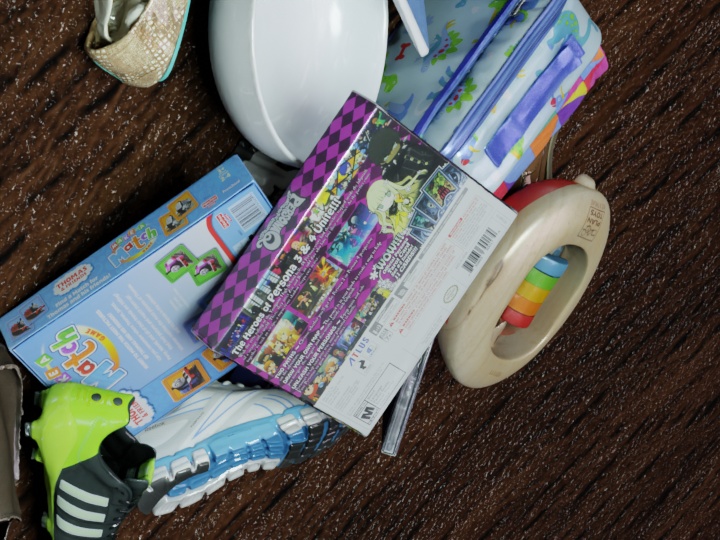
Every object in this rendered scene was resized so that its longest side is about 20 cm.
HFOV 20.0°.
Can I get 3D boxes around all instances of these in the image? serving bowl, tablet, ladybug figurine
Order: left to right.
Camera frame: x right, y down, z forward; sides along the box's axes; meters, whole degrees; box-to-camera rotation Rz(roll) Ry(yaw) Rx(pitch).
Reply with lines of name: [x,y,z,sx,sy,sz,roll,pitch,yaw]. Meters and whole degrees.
serving bowl: [-0.052,-0.173,1.432,0.200,0.065,0.202,-23,115,-61]
tablet: [0.011,-0.262,1.464,0.200,0.014,0.131,62,18,-49]
ladybug figurine: [0.128,0.002,1.671,0.135,0.072,0.201,18,110,-53]

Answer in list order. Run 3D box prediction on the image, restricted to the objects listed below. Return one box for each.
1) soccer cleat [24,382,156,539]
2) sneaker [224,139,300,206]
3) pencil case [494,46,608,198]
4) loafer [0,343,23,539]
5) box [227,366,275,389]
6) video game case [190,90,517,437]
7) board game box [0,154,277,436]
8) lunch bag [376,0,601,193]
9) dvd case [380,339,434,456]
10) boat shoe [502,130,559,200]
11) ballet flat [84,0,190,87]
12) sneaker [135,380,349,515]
soccer cleat: [-0.182,0.155,1.432,0.201,0.080,0.068,88,8,-47]
sneaker: [-0.078,-0.040,1.499,0.200,0.066,0.091,-39,139,-28]
pencil case: [0.111,-0.123,1.647,0.200,0.088,0.088,-48,142,-7]
loafer: [-0.253,0.144,1.366,0.073,0.071,0.202,-14,120,-48]
box: [-0.020,0.037,1.569,0.121,0.032,0.201,-3,133,-43]
video game case: [0.000,0.000,1.428,0.181,0.036,0.201,32,92,-46]
board game box: [-0.132,0.027,1.420,0.199,0.037,0.151,-35,140,-1]
lunch bag: [0.080,-0.142,1.554,0.200,0.160,0.083,-53,127,-14]
dvd case: [0.046,0.057,1.655,0.200,0.016,0.150,-79,-173,-81]
boat shoe: [0.127,-0.109,1.727,0.068,0.072,0.201,24,81,-50]
ballet flat: [-0.132,-0.219,1.324,0.065,0.070,0.202,10,98,-39]
sneaker: [-0.090,0.106,1.518,0.199,0.087,0.075,-16,150,-25]
